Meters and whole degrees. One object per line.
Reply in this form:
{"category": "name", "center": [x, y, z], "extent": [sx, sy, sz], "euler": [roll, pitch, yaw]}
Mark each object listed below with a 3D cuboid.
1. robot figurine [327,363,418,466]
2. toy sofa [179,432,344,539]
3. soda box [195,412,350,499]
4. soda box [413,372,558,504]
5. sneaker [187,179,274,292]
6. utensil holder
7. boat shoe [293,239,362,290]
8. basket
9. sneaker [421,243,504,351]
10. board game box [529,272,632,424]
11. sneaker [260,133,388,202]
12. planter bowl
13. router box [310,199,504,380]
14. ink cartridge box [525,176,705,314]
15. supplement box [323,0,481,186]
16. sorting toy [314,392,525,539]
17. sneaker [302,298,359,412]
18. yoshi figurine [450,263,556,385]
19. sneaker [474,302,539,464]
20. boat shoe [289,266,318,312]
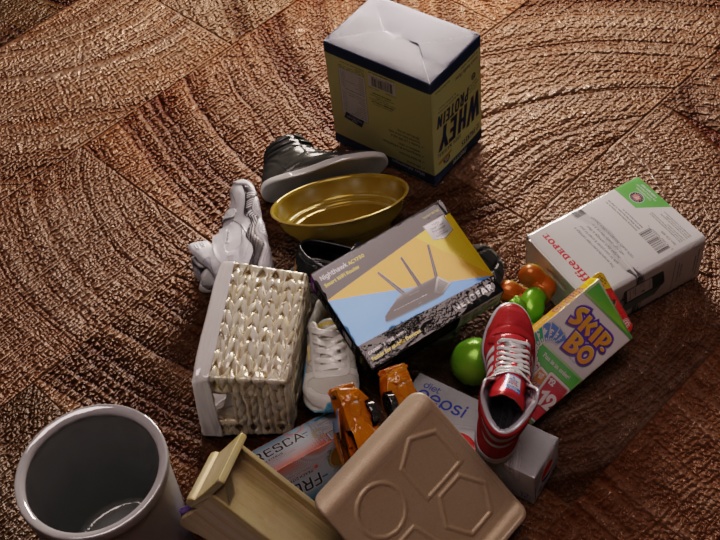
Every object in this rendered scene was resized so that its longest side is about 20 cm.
{"category": "robot figurine", "center": [0.039, 0.220, 1.393], "extent": [0.144, 0.058, 0.201], "euler": [-18, 89, -22]}
{"category": "toy sofa", "center": [-0.102, 0.289, 1.337], "extent": [0.200, 0.098, 0.083], "euler": [40, 36, -11]}
{"category": "soda box", "center": [-0.093, 0.248, 1.425], "extent": [0.199, 0.069, 0.064], "euler": [-26, 29, -16]}
{"category": "soda box", "center": [0.141, 0.206, 1.447], "extent": [0.199, 0.064, 0.068], "euler": [24, 56, 25]}
{"category": "sneaker", "center": [-0.194, -0.049, 1.700], "extent": [0.114, 0.075, 0.201], "euler": [-12, 52, -7]}
{"category": "utensil holder", "center": [-0.283, 0.280, 1.341], "extent": [0.169, 0.201, 0.171], "euler": [-4, 48, 4]}
{"category": "boat shoe", "center": [0.000, 0.000, 1.558], "extent": [0.199, 0.063, 0.075], "euler": [11, 36, 22]}
{"category": "basket", "center": [-0.135, 0.104, 1.524], "extent": [0.122, 0.136, 0.201], "euler": [5, 49, 5]}
{"category": "sneaker", "center": [0.122, 0.036, 1.583], "extent": [0.075, 0.079, 0.200], "euler": [44, 52, 2]}
{"category": "board game box", "center": [0.261, 0.096, 1.485], "extent": [0.200, 0.096, 0.030], "euler": [-38, 16, -18]}
{"category": "sneaker", "center": [-0.062, -0.174, 1.796], "extent": [0.199, 0.071, 0.100], "euler": [-13, 53, 0]}
{"category": "planter bowl", "center": [-0.024, -0.065, 1.670], "extent": [0.199, 0.084, 0.201], "euler": [-9, 22, 4]}
{"category": "router box", "center": [0.057, 0.024, 1.484], "extent": [0.199, 0.051, 0.150], "euler": [-30, 73, -14]}
{"category": "ink cartridge box", "center": [0.344, -0.020, 1.607], "extent": [0.199, 0.084, 0.146], "euler": [-26, 52, -16]}
{"category": "supplement box", "center": [0.067, -0.274, 1.783], "extent": [0.199, 0.200, 0.134], "euler": [27, 57, 27]}
{"category": "sorting toy", "center": [0.069, 0.272, 1.350], "extent": [0.185, 0.036, 0.200], "euler": [-45, 97, -20]}
{"category": "sneaker", "center": [-0.041, 0.110, 1.504], "extent": [0.076, 0.081, 0.200], "euler": [-7, 29, -1]}
{"category": "yoshi figurine", "center": [0.179, 0.083, 1.531], "extent": [0.111, 0.113, 0.201], "euler": [3, 50, 29]}
{"category": "sneaker", "center": [0.175, 0.116, 1.375], "extent": [0.071, 0.113, 0.201], "euler": [8, 66, 3]}
{"category": "boat shoe", "center": [-0.017, 0.031, 1.617], "extent": [0.201, 0.065, 0.074], "euler": [25, 55, 26]}
